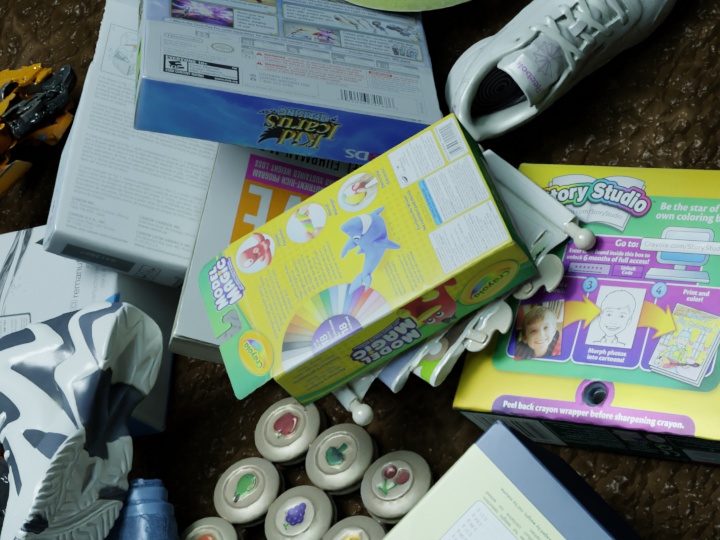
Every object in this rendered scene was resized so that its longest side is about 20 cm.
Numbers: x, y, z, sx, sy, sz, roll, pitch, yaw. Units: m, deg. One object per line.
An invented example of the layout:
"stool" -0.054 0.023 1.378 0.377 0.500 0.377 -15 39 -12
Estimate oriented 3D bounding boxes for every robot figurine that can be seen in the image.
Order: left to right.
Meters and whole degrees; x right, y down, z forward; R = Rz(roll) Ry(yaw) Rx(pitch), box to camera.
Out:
"robot figurine" -0.300 -0.092 1.569 0.145 0.058 0.200 -3 36 37

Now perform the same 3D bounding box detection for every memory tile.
"memory tile" -0.022 0.171 1.311 0.200 0.017 0.153 23 70 38

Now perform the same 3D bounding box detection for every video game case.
"video game case" -0.052 -0.143 1.366 0.181 0.200 0.046 -96 18 -54

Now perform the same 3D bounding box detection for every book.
"book" -0.044 -0.028 1.386 0.133 0.048 0.200 14 71 -6

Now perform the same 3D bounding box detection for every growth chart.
"growth chart" 0.042 0.008 1.284 0.200 0.018 0.145 -40 50 4

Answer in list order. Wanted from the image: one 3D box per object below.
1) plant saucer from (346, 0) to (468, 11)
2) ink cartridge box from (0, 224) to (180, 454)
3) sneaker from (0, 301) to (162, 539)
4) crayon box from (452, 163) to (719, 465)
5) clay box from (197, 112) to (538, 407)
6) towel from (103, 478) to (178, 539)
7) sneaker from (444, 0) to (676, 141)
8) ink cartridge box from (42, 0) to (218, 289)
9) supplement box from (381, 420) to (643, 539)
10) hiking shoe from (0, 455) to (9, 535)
"plant saucer" 0.040 -0.269 1.442 0.200 0.031 0.200 -3 55 5
"ink cartridge box" -0.238 0.050 1.483 0.200 0.086 0.147 -10 63 28
"sneaker" -0.220 0.112 1.339 0.129 0.079 0.199 -1 65 36
"crayon box" 0.173 0.024 1.248 0.200 0.058 0.173 5 69 35
"clay box" 0.000 0.000 1.272 0.200 0.048 0.115 -30 51 12
"towel" -0.166 0.242 1.327 0.112 0.049 0.200 -13 66 23
"sneaker" 0.140 -0.150 1.327 0.200 0.075 0.100 -41 11 18
"ink cartridge box" -0.126 -0.089 1.437 0.057 0.162 0.200 135 147 -60
"supplement box" 0.091 0.231 1.126 0.200 0.134 0.200 -46 64 5
"hiking shoe" -0.256 0.176 1.436 0.200 0.101 0.076 45 64 11
